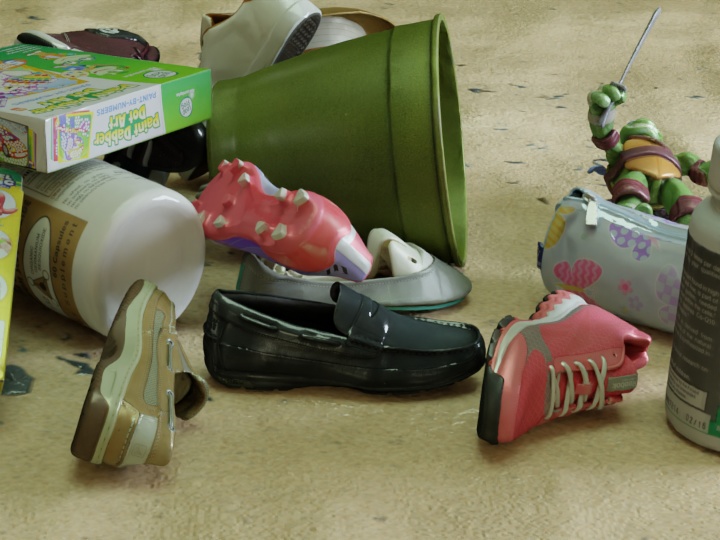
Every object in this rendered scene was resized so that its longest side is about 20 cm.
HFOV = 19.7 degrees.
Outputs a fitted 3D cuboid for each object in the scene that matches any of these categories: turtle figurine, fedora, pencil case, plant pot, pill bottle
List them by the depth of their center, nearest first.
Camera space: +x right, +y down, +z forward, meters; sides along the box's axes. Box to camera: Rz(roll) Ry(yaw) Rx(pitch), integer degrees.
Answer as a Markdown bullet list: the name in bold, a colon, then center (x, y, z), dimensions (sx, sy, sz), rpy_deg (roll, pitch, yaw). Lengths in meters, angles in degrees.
- **pill bottle**: center (0.270, 0.013, 1.385), dimensions (0.112, 0.202, 0.113), rpy_deg (3, 21, -1)
- **pill bottle**: center (-0.218, -0.031, 1.524), dimensions (0.199, 0.115, 0.114), rpy_deg (22, 27, 40)
- **pencil case**: center (0.235, 0.000, 1.569), dimensions (0.199, 0.091, 0.083), rpy_deg (19, 25, 32)
- **plant pot**: center (-0.020, -0.095, 1.657), dimensions (0.191, 0.202, 0.201), rpy_deg (-5, 20, 7)
- **turtle figurine**: center (0.261, -0.104, 1.730), dimensions (0.199, 0.144, 0.195), rpy_deg (-32, 30, 25)
- **fedora**: center (-0.045, -0.160, 1.874), dimensions (0.199, 0.082, 0.201), rpy_deg (-13, -21, -5)

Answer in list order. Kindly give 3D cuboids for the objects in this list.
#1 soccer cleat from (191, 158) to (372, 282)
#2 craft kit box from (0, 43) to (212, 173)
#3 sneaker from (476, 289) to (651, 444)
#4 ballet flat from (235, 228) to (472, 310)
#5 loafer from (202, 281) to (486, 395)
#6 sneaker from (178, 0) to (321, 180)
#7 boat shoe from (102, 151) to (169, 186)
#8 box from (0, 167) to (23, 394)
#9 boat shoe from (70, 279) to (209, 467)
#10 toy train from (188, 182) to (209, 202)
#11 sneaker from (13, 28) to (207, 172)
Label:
- **soccer cleat**: center (-0.061, -0.031, 1.490), dimensions (0.076, 0.067, 0.200), rpy_deg (40, -10, -26)
- **craft kit box**: center (-0.247, -0.126, 1.561), dimensions (0.196, 0.049, 0.200), rpy_deg (13, 22, 29)
- **sneaker**: center (0.142, 0.065, 1.405), dimensions (0.086, 0.074, 0.200), rpy_deg (14, 23, 21)
- **ballet flat**: center (0.000, 0.000, 1.558), dimensions (0.199, 0.064, 0.067), rpy_deg (-7, 23, -27)
- **loafer**: center (-0.010, 0.044, 1.432), dimensions (0.199, 0.071, 0.068), rpy_deg (1, 22, -7)
- **sneaker**: center (-0.115, -0.172, 1.790), dimensions (0.085, 0.200, 0.073), rpy_deg (42, 24, 13)
- **boat shoe**: center (-0.190, -0.083, 1.728), dimensions (0.061, 0.075, 0.200), rpy_deg (15, 30, -4)
- **box**: center (-0.291, 0.002, 1.388), dimensions (0.116, 0.049, 0.201), rpy_deg (10, 48, -13)
- **boat shoe**: center (-0.137, 0.074, 1.356), dimensions (0.076, 0.072, 0.200), rpy_deg (18, 28, -5)
- **toy train**: center (-0.064, -0.114, 1.766), dimensions (0.198, 0.117, 0.085), rpy_deg (-5, 23, -24)
- **sneaker**: center (-0.182, -0.155, 1.704), dimensions (0.199, 0.076, 0.115), rpy_deg (31, 31, 21)
